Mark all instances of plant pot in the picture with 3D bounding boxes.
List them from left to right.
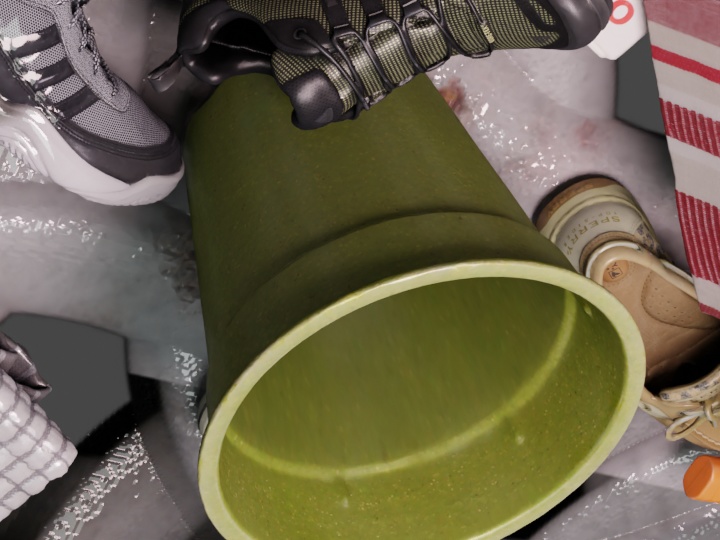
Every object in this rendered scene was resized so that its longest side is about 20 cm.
[{"bbox_3d":[0.000,0.000,1.272,0.199,0.190,0.201,-13,140,-11],"label":"plant pot"}]

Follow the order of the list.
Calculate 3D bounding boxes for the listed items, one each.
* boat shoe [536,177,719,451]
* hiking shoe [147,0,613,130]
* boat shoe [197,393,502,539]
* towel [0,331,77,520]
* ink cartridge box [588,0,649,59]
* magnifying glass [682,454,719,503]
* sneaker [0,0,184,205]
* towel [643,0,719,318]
[{"bbox_3d":[0.155,0.037,1.442,0.073,0.063,0.200,-39,127,9],"label":"boat shoe"},{"bbox_3d":[0.010,-0.098,1.218,0.199,0.101,0.076,5,151,29],"label":"hiking shoe"},{"bbox_3d":[0.002,0.109,1.442,0.075,0.062,0.200,-44,124,16],"label":"boat shoe"},{"bbox_3d":[-0.256,0.074,1.319,0.200,0.086,0.166,-39,125,12],"label":"towel"},{"bbox_3d":[0.132,-0.213,1.247,0.200,0.084,0.145,-40,126,11],"label":"ink cartridge box"},{"bbox_3d":[0.253,0.123,1.542,0.199,0.022,0.080,12,124,-35],"label":"magnifying glass"},{"bbox_3d":[-0.129,-0.112,1.233,0.200,0.076,0.114,35,110,-31],"label":"sneaker"},{"bbox_3d":[0.190,-0.042,1.245,0.023,0.144,0.201,-35,131,-27],"label":"towel"}]
